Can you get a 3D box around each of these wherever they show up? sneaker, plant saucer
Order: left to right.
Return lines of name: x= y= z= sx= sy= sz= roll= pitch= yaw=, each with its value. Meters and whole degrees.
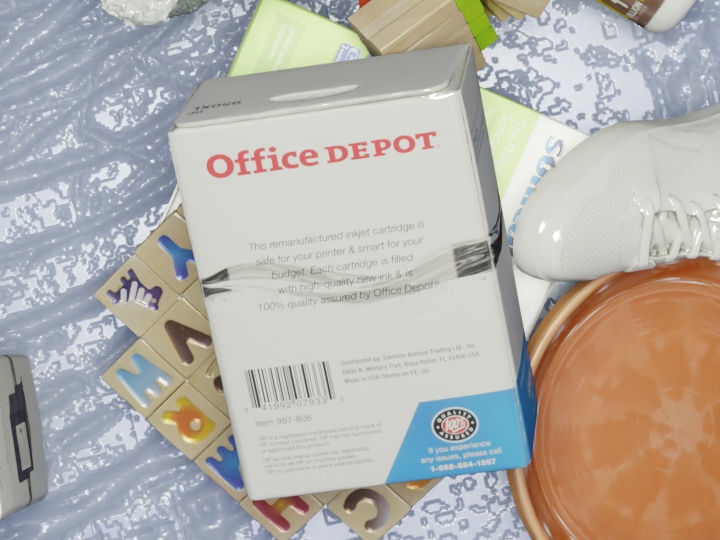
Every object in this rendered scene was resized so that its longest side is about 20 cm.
plant saucer: x=0.169 y=0.085 z=1.487 sx=0.200 sy=0.032 sz=0.200 roll=-2 pitch=96 yaw=-18
sneaker: x=0.182 y=-0.029 z=1.422 sx=0.200 sy=0.116 sz=0.074 roll=-24 pitch=129 yaw=-34

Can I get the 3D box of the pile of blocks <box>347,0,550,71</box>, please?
pile of blocks: x=0.065 y=-0.176 z=1.405 sx=0.200 sy=0.082 sz=0.062 roll=-53 pitch=50 yaw=14

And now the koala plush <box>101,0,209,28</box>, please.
koala plush: x=-0.102 y=-0.223 z=1.436 sx=0.184 sy=0.177 sz=0.200 roll=5 pitch=100 yaw=-4

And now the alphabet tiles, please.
alphabet tiles: x=-0.033 y=0.046 z=1.448 sx=0.200 sy=0.006 sz=0.166 roll=43 pitch=110 yaw=-9

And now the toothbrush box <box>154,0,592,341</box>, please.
toothbrush box: x=0.011 y=-0.041 z=1.478 sx=0.200 sy=0.086 sz=0.146 roll=23 pitch=93 yaw=0

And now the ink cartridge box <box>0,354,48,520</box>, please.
ink cartridge box: x=-0.245 y=0.092 z=1.423 sx=0.145 sy=0.200 sz=0.084 roll=-8 pitch=88 yaw=0

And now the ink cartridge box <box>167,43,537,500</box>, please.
ink cartridge box: x=0.000 y=0.000 z=1.376 sx=0.145 sy=0.084 sz=0.200 roll=-7 pitch=110 yaw=10

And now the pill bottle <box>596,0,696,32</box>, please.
pill bottle: x=0.103 y=-0.217 z=1.465 sx=0.200 sy=0.109 sz=0.109 roll=31 pitch=91 yaw=0
